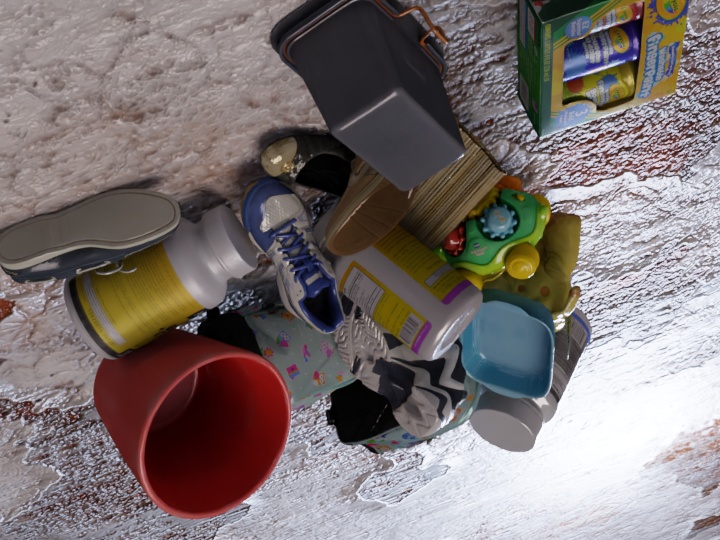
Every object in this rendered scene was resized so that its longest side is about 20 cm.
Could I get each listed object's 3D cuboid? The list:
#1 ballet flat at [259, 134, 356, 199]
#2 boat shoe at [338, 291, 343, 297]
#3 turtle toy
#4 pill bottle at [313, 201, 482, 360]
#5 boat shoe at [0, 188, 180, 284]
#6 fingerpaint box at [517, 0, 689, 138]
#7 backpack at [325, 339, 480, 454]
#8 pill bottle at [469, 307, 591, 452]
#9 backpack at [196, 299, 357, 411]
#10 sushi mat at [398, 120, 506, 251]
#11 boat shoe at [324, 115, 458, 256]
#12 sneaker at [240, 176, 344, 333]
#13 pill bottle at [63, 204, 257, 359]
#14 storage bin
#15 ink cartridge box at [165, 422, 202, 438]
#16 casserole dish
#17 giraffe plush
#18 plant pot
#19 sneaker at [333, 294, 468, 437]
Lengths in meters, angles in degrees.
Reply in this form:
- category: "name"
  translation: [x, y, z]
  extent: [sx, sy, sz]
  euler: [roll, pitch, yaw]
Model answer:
- category: "ballet flat"
  translation: [-0.028, -0.106, 1.526]
  extent: [0.200, 0.057, 0.066]
  euler: [13, 134, -44]
- category: "boat shoe"
  translation: [0.000, 0.000, 1.704]
  extent: [0.200, 0.068, 0.072]
  euler: [18, 143, -18]
- category: "turtle toy"
  translation: [0.136, -0.046, 1.664]
  extent: [0.200, 0.146, 0.101]
  euler: [-21, 117, 28]
- category: "pill bottle"
  translation: [0.036, 0.006, 1.596]
  extent: [0.104, 0.200, 0.104]
  euler: [-47, 166, -16]
- category: "boat shoe"
  translation: [-0.285, -0.029, 1.468]
  extent: [0.200, 0.075, 0.062]
  euler: [-19, 148, -3]
- category: "fingerpaint box"
  translation: [0.256, -0.246, 1.468]
  extent: [0.167, 0.073, 0.200]
  euler: [-19, 149, -5]
- category: "backpack"
  translation: [0.066, 0.144, 1.838]
  extent: [0.200, 0.178, 0.151]
  euler: [-28, 149, 35]
- category: "pill bottle"
  translation: [0.229, 0.140, 1.874]
  extent: [0.114, 0.200, 0.114]
  euler: [22, 148, 14]
- category: "backpack"
  translation: [-0.088, 0.108, 1.721]
  extent: [0.200, 0.167, 0.127]
  euler: [-16, -176, -36]
- category: "sushi mat"
  translation: [0.078, -0.085, 1.603]
  extent: [0.200, 0.096, 0.012]
  euler: [-49, 172, 37]
- category: "boat shoe"
  translation: [0.025, -0.104, 1.507]
  extent: [0.200, 0.065, 0.071]
  euler: [-50, 141, 8]
- category: "sneaker"
  translation: [-0.065, -0.016, 1.529]
  extent: [0.075, 0.088, 0.200]
  euler: [-35, 129, -12]
- category: "pill bottle"
  translation: [-0.220, 0.009, 1.532]
  extent: [0.200, 0.112, 0.112]
  euler: [-28, 149, 11]
- category: "storage bin"
  translation: [0.028, -0.179, 1.374]
  extent: [0.146, 0.134, 0.200]
  euler: [-32, 149, 16]
- category: "ink cartridge box"
  translation: [-0.232, 0.185, 1.775]
  extent: [0.104, 0.200, 0.059]
  euler: [-21, 115, -1]
- category: "casserole dish"
  translation: [0.184, 0.087, 1.700]
  extent: [0.121, 0.039, 0.200]
  euler: [17, 145, 17]
- category: "giraffe plush"
  translation: [0.188, 0.016, 1.768]
  extent: [0.162, 0.200, 0.173]
  euler: [7, 138, 0]
- category: "plant pot"
  translation: [-0.205, 0.157, 1.585]
  extent: [0.200, 0.177, 0.201]
  euler: [-14, 115, -32]
- category: "sneaker"
  translation: [0.059, 0.101, 1.701]
  extent: [0.130, 0.199, 0.080]
  euler: [-22, 154, -53]
